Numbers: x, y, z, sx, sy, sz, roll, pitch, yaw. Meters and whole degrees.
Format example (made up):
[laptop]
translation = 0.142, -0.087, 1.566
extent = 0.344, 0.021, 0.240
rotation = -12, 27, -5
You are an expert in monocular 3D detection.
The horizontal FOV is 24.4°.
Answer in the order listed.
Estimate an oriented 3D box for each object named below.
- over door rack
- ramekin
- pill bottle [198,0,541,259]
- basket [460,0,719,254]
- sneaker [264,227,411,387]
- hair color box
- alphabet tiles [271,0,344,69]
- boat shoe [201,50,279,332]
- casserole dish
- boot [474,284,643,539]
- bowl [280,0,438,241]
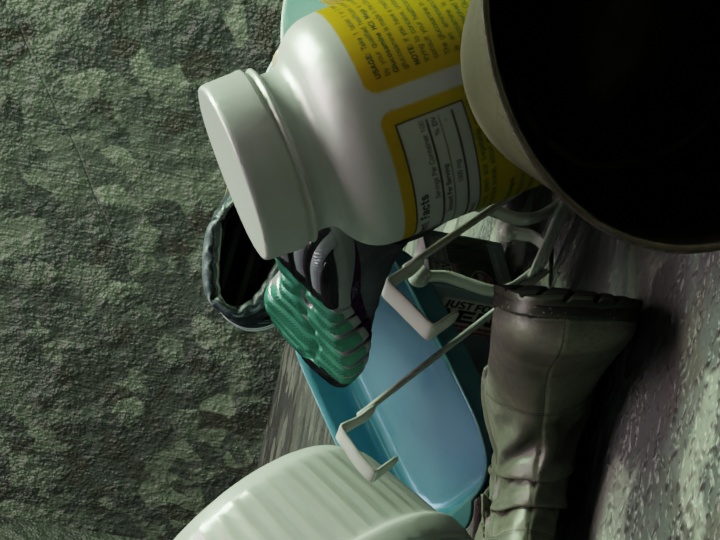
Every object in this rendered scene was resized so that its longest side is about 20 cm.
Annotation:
[over door rack]
translation = 0.052, -0.006, 0.879
extent = 0.200, 0.067, 0.148
rotation = -48, -16, -35
[ramekin]
translation = -0.038, 0.187, 0.956
extent = 0.094, 0.202, 0.203
rotation = 47, 145, 25
[pill bottle]
translation = 0.033, -0.080, 0.768
extent = 0.112, 0.200, 0.113
rotation = 159, 90, -81
[basket]
translation = 0.101, -0.090, 0.600
extent = 0.200, 0.136, 0.181
rotation = 134, 148, -87
[sneaker]
translation = 0.000, 0.000, 0.918
extent = 0.088, 0.074, 0.200
rotation = -40, -13, -16
[hair color box]
translation = 0.050, 0.084, 1.117
extent = 0.099, 0.061, 0.200
rotation = -95, 16, -68
[alphabet tiles]
translation = 0.056, -0.137, 0.827
extent = 0.015, 0.200, 0.196
rotation = 58, -172, 36
[boat shoe]
translation = -0.044, -0.061, 1.015
extent = 0.091, 0.071, 0.201
rotation = 64, -140, -84
[casserole dish]
translation = 0.026, 0.072, 1.033
extent = 0.121, 0.039, 0.200
rotation = -44, 64, 42
[boot]
translation = 0.087, 0.080, 0.779
extent = 0.200, 0.068, 0.131
rotation = 80, -163, -80
[bowl]
translation = 0.051, -0.123, 1.025
extent = 0.201, 0.105, 0.201
rotation = 21, -116, -54
